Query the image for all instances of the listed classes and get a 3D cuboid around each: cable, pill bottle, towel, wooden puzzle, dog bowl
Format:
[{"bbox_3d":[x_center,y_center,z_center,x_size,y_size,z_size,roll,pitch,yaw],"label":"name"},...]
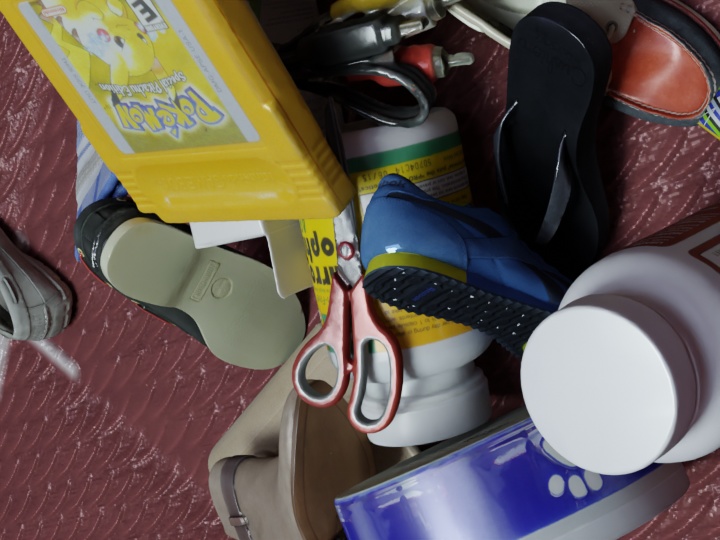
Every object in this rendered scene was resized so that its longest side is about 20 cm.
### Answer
[{"bbox_3d":[-0.027,-0.129,0.869,0.199,0.050,0.097,-5,118,29],"label":"cable"},{"bbox_3d":[0.171,0.033,0.756,0.112,0.200,0.113,13,112,36],"label":"pill bottle"},{"bbox_3d":[-0.178,-0.125,1.034,0.147,0.024,0.200,-52,33,39],"label":"towel"},{"bbox_3d":[0.025,0.004,0.924,0.113,0.113,0.201,-4,102,40],"label":"pill bottle"},{"bbox_3d":[-0.011,0.163,1.054,0.200,0.046,0.185,55,130,18],"label":"wooden puzzle"},{"bbox_3d":[0.088,0.131,0.856,0.200,0.200,0.079,-29,83,41],"label":"dog bowl"}]

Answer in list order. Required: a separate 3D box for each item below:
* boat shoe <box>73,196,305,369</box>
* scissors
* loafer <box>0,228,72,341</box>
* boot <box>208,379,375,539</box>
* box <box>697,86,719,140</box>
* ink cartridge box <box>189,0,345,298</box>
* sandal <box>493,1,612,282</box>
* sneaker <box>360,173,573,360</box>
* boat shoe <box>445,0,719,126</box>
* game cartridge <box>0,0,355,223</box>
[{"bbox_3d":[-0.114,0.008,1.009,0.063,0.201,0.074,34,91,46],"label":"boat shoe"},{"bbox_3d":[0.000,0.000,0.865,0.073,0.014,0.201,14,107,23],"label":"scissors"},{"bbox_3d":[-0.333,-0.003,1.242,0.200,0.070,0.070,30,121,28],"label":"loafer"},{"bbox_3d":[-0.054,0.154,0.994,0.146,0.070,0.201,14,121,50],"label":"boot"},{"bbox_3d":[0.276,-0.047,0.730,0.200,0.070,0.064,41,128,22],"label":"box"},{"bbox_3d":[-0.067,-0.087,0.966,0.067,0.117,0.201,-8,98,37],"label":"ink cartridge box"},{"bbox_3d":[0.104,-0.066,0.841,0.076,0.043,0.201,28,146,31],"label":"sandal"},{"bbox_3d":[0.088,0.001,0.855,0.066,0.200,0.079,-31,44,48],"label":"sneaker"},{"bbox_3d":[0.123,-0.140,0.831,0.200,0.062,0.071,36,122,24],"label":"boat shoe"},{"bbox_3d":[-0.115,-0.110,0.838,0.176,0.032,0.200,0,131,43],"label":"game cartridge"}]
